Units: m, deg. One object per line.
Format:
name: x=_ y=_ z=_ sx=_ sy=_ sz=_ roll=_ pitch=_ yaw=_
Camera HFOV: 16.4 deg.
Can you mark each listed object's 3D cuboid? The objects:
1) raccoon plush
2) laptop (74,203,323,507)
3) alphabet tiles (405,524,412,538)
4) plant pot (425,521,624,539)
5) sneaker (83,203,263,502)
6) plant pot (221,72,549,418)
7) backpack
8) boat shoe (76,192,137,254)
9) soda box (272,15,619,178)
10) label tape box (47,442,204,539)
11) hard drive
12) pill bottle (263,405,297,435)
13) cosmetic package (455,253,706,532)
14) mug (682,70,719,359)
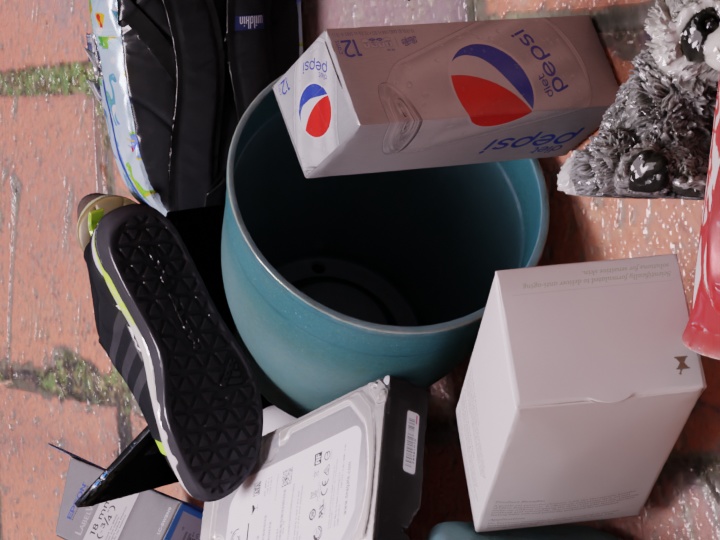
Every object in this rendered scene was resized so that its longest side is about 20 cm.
raccoon plush: x=0.161 y=-0.108 z=1.396 sx=0.199 sy=0.096 sz=0.135 roll=4 pitch=91 yaw=55
laptop: x=-0.108 y=0.054 z=1.713 sx=0.200 sy=0.177 sz=0.104 roll=-46 pitch=69 yaw=32
alphabet tiles: x=0.015 y=0.226 z=1.607 sx=0.200 sy=0.007 sz=0.169 roll=-32 pitch=-50 yaw=-82
plant pot: x=0.103 y=0.257 z=1.463 sx=0.201 sy=0.195 sz=0.197 roll=-113 pitch=34 yaw=-48
sneaker: x=-0.123 y=0.051 z=1.590 sx=0.083 sy=0.071 sz=0.201 roll=-25 pitch=83 yaw=61
plant pot: x=0.000 y=0.000 z=1.570 sx=0.201 sy=0.199 sz=0.188 roll=64 pitch=156 yaw=25
backpack: x=-0.113 y=-0.131 z=1.744 sx=0.154 sy=0.162 sz=0.202 roll=-5 pitch=98 yaw=64
boat shoe: x=-0.127 y=0.012 z=1.790 sx=0.200 sy=0.073 sz=0.065 roll=49 pitch=-177 yaw=-24
soda box: x=0.053 y=-0.102 z=1.449 sx=0.068 sy=0.199 sz=0.064 roll=-41 pitch=62 yaw=49
label tape box: x=-0.142 y=0.199 z=1.831 sx=0.199 sy=0.144 sz=0.064 roll=13 pitch=76 yaw=54
hard drive: x=-0.035 y=0.159 z=1.537 sx=0.200 sy=0.038 sz=0.141 roll=-29 pitch=47 yaw=49
pill bottle: x=-0.029 y=0.164 z=1.675 sx=0.112 sy=0.112 sz=0.202 roll=4 pitch=84 yaw=55
cosmetic package: x=0.119 y=0.073 z=1.398 sx=0.200 sy=0.107 sz=0.085 roll=102 pitch=162 yaw=-63
mug: x=0.235 y=-0.054 z=1.241 sx=0.178 sy=0.132 sz=0.202 roll=-62 pitch=-24 yaw=-82
